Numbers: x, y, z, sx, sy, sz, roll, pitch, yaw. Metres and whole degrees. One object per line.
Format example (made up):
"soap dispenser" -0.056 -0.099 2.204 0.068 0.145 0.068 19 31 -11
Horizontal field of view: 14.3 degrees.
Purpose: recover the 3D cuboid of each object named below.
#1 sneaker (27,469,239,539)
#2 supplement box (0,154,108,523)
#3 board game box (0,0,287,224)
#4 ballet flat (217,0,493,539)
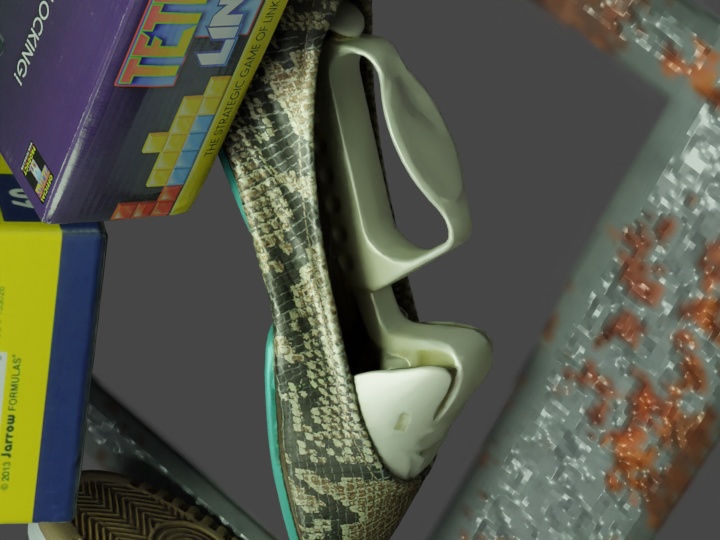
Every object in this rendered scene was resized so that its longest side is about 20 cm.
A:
"sneaker" -0.050 0.164 0.955 0.200 0.070 0.109 42 125 9
"supplement box" -0.189 0.007 0.889 0.109 0.200 0.110 -116 30 -56
"board game box" -0.072 -0.141 0.812 0.165 0.057 0.200 55 134 35
"ballet flat" 0.000 0.000 0.857 0.075 0.068 0.200 -5 103 27
